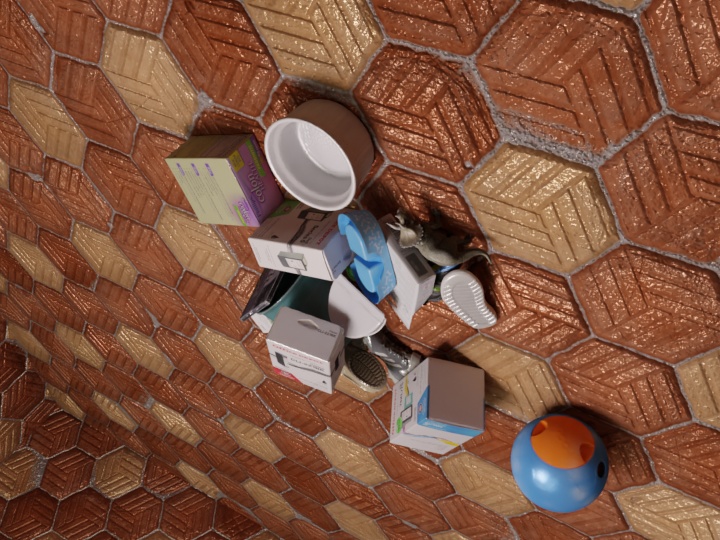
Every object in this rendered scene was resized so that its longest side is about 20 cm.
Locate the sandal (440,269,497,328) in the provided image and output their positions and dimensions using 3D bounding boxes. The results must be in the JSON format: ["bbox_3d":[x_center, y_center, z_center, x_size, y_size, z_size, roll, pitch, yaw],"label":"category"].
[{"bbox_3d":[0.211,0.050,1.411,0.082,0.050,0.203,-16,140,18],"label":"sandal"}]

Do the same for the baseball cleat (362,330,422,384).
[{"bbox_3d":[0.085,0.193,1.698,0.106,0.070,0.200,-14,126,32],"label":"baseball cleat"}]

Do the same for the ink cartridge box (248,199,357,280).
[{"bbox_3d":[-0.108,-0.066,1.494,0.199,0.146,0.084,10,135,33],"label":"ink cartridge box"}]

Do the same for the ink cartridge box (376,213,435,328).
[{"bbox_3d":[0.079,0.005,1.432,0.163,0.057,0.200,55,166,24],"label":"ink cartridge box"}]

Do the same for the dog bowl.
[{"bbox_3d":[0.016,-0.031,1.399,0.111,0.049,0.201,39,151,53],"label":"dog bowl"}]

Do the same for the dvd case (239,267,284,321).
[{"bbox_3d":[-0.203,0.011,1.618,0.016,0.201,0.149,33,147,-17],"label":"dvd case"}]

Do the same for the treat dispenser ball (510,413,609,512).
[{"bbox_3d":[0.420,0.406,1.509,0.200,0.201,0.201,23,142,20],"label":"treat dispenser ball"}]

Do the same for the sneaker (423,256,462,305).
[{"bbox_3d":[0.152,0.014,1.435,0.082,0.071,0.200,26,146,-11],"label":"sneaker"}]

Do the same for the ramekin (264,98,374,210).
[{"bbox_3d":[-0.072,-0.220,1.334,0.200,0.098,0.201,23,141,20],"label":"ramekin"}]

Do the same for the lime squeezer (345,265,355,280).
[{"bbox_3d":[0.000,0.000,1.567,0.199,0.038,0.071,15,139,30],"label":"lime squeezer"}]

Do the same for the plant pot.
[{"bbox_3d":[-0.102,0.077,1.623,0.196,0.201,0.200,42,145,-18],"label":"plant pot"}]

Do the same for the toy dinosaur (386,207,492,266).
[{"bbox_3d":[0.146,-0.048,1.332,0.200,0.102,0.077,37,145,3],"label":"toy dinosaur"}]

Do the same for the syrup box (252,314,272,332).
[{"bbox_3d":[-0.187,0.100,1.802,0.199,0.082,0.079,-9,122,46],"label":"syrup box"}]

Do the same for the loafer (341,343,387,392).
[{"bbox_3d":[-0.017,0.222,1.698,0.200,0.076,0.068,37,154,25],"label":"loafer"}]

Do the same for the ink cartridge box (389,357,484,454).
[{"bbox_3d":[0.173,0.313,1.631,0.145,0.147,0.200,15,147,-16],"label":"ink cartridge box"}]

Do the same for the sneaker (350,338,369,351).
[{"bbox_3d":[-0.055,0.178,1.793,0.200,0.076,0.088,-24,106,42],"label":"sneaker"}]

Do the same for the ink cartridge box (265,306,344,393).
[{"bbox_3d":[-0.113,0.172,1.522,0.144,0.084,0.200,19,152,9],"label":"ink cartridge box"}]

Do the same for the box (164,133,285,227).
[{"bbox_3d":[-0.294,-0.196,1.555,0.199,0.097,0.176,7,134,37],"label":"box"}]

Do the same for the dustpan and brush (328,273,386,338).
[{"bbox_3d":[-0.027,0.109,1.506,0.140,0.057,0.200,43,125,14],"label":"dustpan and brush"}]
